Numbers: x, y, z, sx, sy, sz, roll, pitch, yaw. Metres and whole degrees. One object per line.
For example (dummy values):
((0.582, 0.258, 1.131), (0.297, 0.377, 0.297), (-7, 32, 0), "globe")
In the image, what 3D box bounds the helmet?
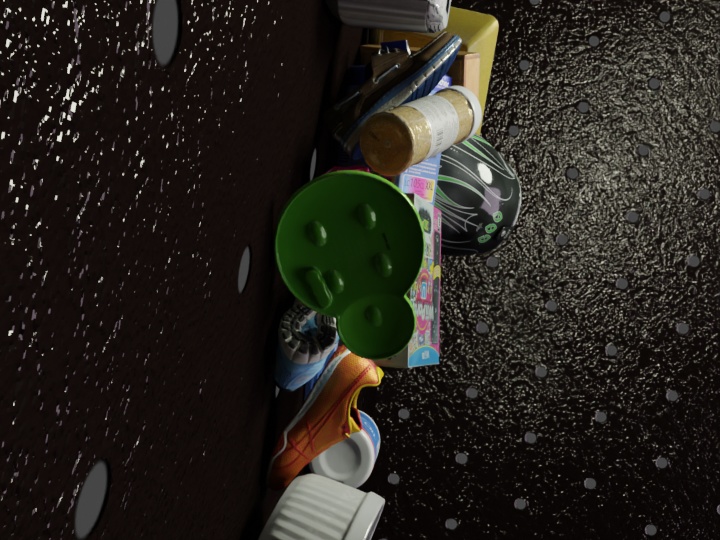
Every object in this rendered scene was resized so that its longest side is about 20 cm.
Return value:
((0.118, -0.120, 1.129), (0.199, 0.188, 0.204), (-29, -127, 47), "helmet")

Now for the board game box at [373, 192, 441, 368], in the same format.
((0.056, 0.016, 0.970), (0.147, 0.063, 0.204), (13, 79, -70), "board game box")

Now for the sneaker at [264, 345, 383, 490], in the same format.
((-0.045, 0.182, 0.890), (0.201, 0.077, 0.073), (-56, 177, 17), "sneaker")

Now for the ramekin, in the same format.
((-0.058, 0.327, 0.869), (0.201, 0.104, 0.202), (90, 26, -67), "ramekin")

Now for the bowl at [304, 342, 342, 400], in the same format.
((-0.045, 0.122, 1.190), (0.201, 0.039, 0.205), (9, 90, -85), "bowl")

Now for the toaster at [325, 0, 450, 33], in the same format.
((0.040, -0.327, 0.874), (0.200, 0.127, 0.116), (-56, 156, -77), "toaster")

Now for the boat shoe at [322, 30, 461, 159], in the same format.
((0.037, -0.223, 0.912), (0.200, 0.072, 0.072), (-44, 173, -16), "boat shoe")

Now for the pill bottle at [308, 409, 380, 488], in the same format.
((-0.023, 0.299, 1.332), (0.200, 0.110, 0.115), (13, 86, -85), "pill bottle")

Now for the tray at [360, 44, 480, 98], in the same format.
((0.077, -0.255, 1.078), (0.037, 0.198, 0.101), (-19, 118, -39), "tray")

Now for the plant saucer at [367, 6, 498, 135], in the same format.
((0.092, -0.293, 1.165), (0.049, 0.197, 0.203), (-56, 158, -46), "plant saucer")

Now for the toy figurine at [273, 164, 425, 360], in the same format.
((-0.004, -0.034, 0.839), (0.185, 0.148, 0.203), (-92, 162, -68), "toy figurine")

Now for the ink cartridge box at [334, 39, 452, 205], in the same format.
((0.042, -0.195, 1.029), (0.075, 0.135, 0.204), (6, 94, -43), "ink cartridge box")

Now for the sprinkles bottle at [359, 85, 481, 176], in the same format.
((0.074, -0.163, 0.887), (0.199, 0.067, 0.069), (-34, 137, -54), "sprinkles bottle")

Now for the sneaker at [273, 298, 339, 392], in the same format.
((-0.058, 0.066, 0.889), (0.091, 0.077, 0.200), (-64, 175, 28), "sneaker")
